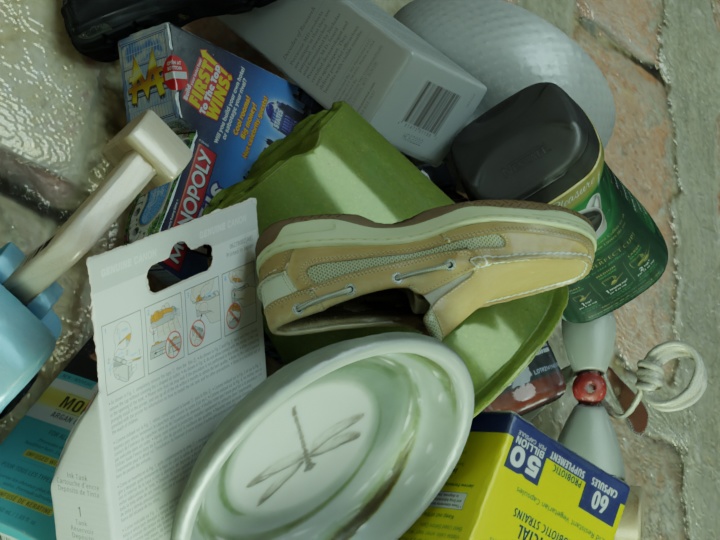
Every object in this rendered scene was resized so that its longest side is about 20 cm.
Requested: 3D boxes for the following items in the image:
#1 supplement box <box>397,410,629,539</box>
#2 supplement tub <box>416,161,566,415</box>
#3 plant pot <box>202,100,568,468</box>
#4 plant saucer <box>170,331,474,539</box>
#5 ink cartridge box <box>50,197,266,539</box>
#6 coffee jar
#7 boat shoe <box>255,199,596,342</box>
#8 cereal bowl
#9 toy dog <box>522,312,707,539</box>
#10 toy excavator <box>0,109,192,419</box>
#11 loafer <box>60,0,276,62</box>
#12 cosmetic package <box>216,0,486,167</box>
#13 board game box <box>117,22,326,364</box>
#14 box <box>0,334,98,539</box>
[{"bbox_3d":[0.068,0.201,0.965,0.108,0.109,0.201,32,69,-27],"label":"supplement box"},{"bbox_3d":[0.071,0.022,1.174,0.107,0.107,0.201,-15,78,-46],"label":"supplement tub"},{"bbox_3d":[0.000,0.000,1.003,0.190,0.199,0.200,50,44,-12],"label":"plant pot"},{"bbox_3d":[-0.028,0.105,0.873,0.199,0.201,0.050,-1,36,-43],"label":"plant saucer"},{"bbox_3d":[-0.110,0.072,0.868,0.161,0.050,0.202,-26,115,-58],"label":"ink cartridge box"},{"bbox_3d":[0.146,-0.048,1.135,0.200,0.104,0.086,47,16,-49],"label":"coffee jar"},{"bbox_3d":[0.041,0.011,0.887,0.198,0.072,0.077,-6,56,-2],"label":"boat shoe"},{"bbox_3d":[0.093,-0.118,1.208,0.200,0.200,0.084,39,63,-22],"label":"cereal bowl"},{"bbox_3d":[0.183,0.135,1.222,0.131,0.096,0.201,23,80,13],"label":"toy dog"},{"bbox_3d":[-0.191,0.015,0.860,0.100,0.199,0.195,46,45,-15],"label":"toy excavator"},{"bbox_3d":[-0.114,-0.210,1.074,0.068,0.199,0.071,57,14,-75],"label":"loafer"},{"bbox_3d":[-0.014,-0.164,1.129,0.200,0.072,0.101,43,16,35],"label":"cosmetic package"},{"bbox_3d":[-0.096,-0.067,1.075,0.200,0.061,0.201,37,58,-34],"label":"board game box"},{"bbox_3d":[-0.152,0.099,0.933,0.082,0.049,0.200,16,43,18],"label":"box"}]
